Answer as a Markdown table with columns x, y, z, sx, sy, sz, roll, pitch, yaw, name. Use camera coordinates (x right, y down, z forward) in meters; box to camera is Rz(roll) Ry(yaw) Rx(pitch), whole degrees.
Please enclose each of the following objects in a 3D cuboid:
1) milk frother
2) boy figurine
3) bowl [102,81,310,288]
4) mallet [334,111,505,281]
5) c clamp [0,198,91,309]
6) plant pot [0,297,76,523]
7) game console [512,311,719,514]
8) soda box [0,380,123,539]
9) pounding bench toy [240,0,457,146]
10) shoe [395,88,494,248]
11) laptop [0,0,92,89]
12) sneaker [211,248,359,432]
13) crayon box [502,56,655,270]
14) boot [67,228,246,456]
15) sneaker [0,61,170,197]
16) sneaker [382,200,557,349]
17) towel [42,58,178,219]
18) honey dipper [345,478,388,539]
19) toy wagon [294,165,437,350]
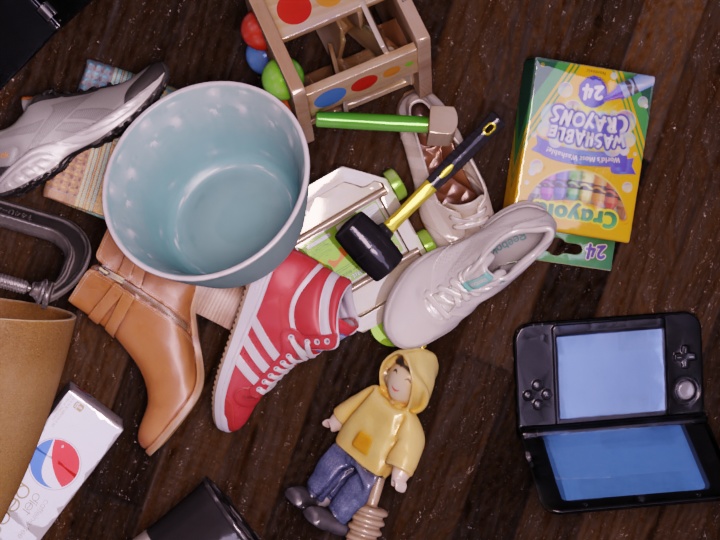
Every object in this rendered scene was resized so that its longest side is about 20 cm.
| x | y | z | sx | sy | sz | roll | pitch | yaw | name |
| --- | --- | --- | --- | --- | --- | --- | --- | --- | --- |
| -0.161 | 0.333 | 1.699 | 0.188 | 0.200 | 0.181 | -39 | 103 | -3 | milk frother |
| 0.014 | 0.166 | 1.752 | 0.064 | 0.124 | 0.200 | 24 | 106 | -48 | boy figurine |
| -0.129 | -0.064 | 1.663 | 0.199 | 0.105 | 0.202 | -6 | 66 | 13 | bowl |
| 0.056 | -0.084 | 1.731 | 0.066 | 0.041 | 0.200 | 38 | 90 | -7 | mallet |
| -0.355 | -0.011 | 1.674 | 0.199 | 0.171 | 0.027 | 12 | 130 | -10 | c clamp |
| -0.366 | 0.130 | 1.644 | 0.185 | 0.186 | 0.202 | 7 | 93 | -9 | plant pot |
| 0.263 | 0.139 | 1.785 | 0.198 | 0.116 | 0.177 | -4 | 96 | -8 | game console |
| -0.315 | 0.209 | 1.733 | 0.068 | 0.064 | 0.200 | 37 | 90 | -10 | soda box |
| -0.014 | -0.183 | 1.677 | 0.155 | 0.124 | 0.201 | -23 | 72 | -5 | pounding bench toy |
| 0.086 | -0.084 | 1.771 | 0.070 | 0.053 | 0.201 | -24 | 98 | -5 | shoe |
| -0.353 | -0.297 | 1.712 | 0.187 | 0.116 | 0.200 | 47 | 59 | -10 | laptop |
| -0.070 | 0.081 | 1.726 | 0.112 | 0.071 | 0.201 | 22 | 109 | 10 | sneaker |
| 0.215 | -0.105 | 1.790 | 0.125 | 0.052 | 0.201 | 8 | 94 | -9 | crayon box |
| -0.216 | 0.064 | 1.736 | 0.154 | 0.074 | 0.201 | 25 | 84 | -7 | boot |
| -0.271 | -0.147 | 1.690 | 0.199 | 0.074 | 0.080 | -30 | 91 | -4 | sneaker |
| 0.104 | 0.006 | 1.723 | 0.200 | 0.089 | 0.075 | -40 | 103 | 4 | sneaker |
| -0.195 | -0.106 | 1.746 | 0.199 | 0.022 | 0.148 | 19 | 91 | -8 | towel |
| 0.028 | 0.186 | 1.797 | 0.038 | 0.038 | 0.201 | 18 | 89 | -9 | honey dipper |
| 0.000 | 0.000 | 1.774 | 0.155 | 0.040 | 0.201 | -30 | 99 | -4 | toy wagon |
